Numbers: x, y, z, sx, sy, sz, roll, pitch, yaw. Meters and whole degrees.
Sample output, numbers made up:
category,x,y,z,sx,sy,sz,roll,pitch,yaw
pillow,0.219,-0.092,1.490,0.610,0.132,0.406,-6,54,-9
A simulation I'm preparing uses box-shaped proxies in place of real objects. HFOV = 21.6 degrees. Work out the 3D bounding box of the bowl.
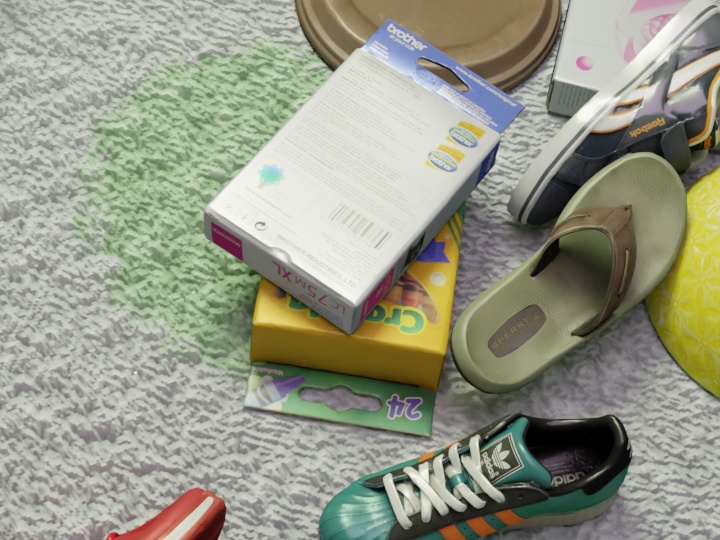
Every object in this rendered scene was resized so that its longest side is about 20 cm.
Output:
category,x,y,z,sx,sy,sz,roll,pitch,yaw
bowl,0.293,-0.011,1.234,0.198,0.108,0.202,3,58,-4

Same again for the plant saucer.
category,x,y,z,sx,sy,sz,roll,pitch,yaw
plant saucer,0.051,-0.207,1.381,0.198,0.030,0.202,2,57,-4

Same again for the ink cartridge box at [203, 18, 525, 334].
category,x,y,z,sx,sy,sz,roll,pitch,yaw
ink cartridge box,0.005,-0.064,1.217,0.119,0.042,0.200,33,62,15

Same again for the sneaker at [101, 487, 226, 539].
category,x,y,z,sx,sy,sz,roll,pitch,yaw
sneaker,-0.178,0.170,1.086,0.115,0.079,0.200,41,61,17

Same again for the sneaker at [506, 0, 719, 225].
category,x,y,z,sx,sy,sz,roll,pitch,yaw
sneaker,0.189,-0.091,1.271,0.200,0.078,0.079,-45,79,-3

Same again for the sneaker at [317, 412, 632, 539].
category,x,y,z,sx,sy,sz,roll,pitch,yaw
sneaker,0.070,0.125,1.137,0.198,0.080,0.072,-14,60,-14

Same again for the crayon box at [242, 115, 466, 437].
category,x,y,z,sx,sy,sz,roll,pitch,yaw
crayon box,0.000,0.000,1.229,0.124,0.052,0.202,9,57,0

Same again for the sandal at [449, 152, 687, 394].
category,x,y,z,sx,sy,sz,roll,pitch,yaw
sandal,0.140,0.002,1.191,0.080,0.057,0.201,44,68,4

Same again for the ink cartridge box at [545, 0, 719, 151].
category,x,y,z,sx,sy,sz,roll,pitch,yaw
ink cartridge box,0.249,-0.179,1.377,0.198,0.043,0.198,13,57,4
